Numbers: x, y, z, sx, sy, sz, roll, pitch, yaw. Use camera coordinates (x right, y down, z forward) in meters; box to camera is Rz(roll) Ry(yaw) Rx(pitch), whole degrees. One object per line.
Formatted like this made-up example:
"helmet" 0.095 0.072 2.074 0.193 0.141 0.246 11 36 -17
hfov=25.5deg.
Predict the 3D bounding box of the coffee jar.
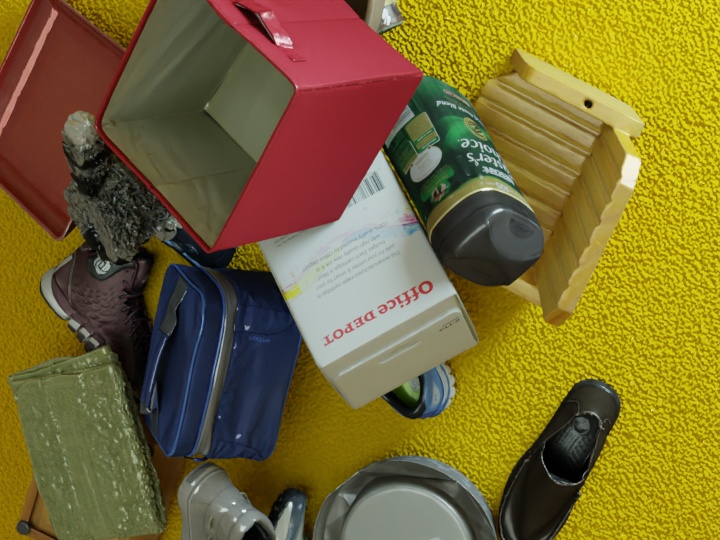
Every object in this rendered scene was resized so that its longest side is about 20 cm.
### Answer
"coffee jar" 0.089 -0.080 1.450 0.085 0.104 0.201 -42 49 21

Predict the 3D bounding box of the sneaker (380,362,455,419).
"sneaker" 0.017 0.064 1.589 0.078 0.089 0.201 -41 83 19

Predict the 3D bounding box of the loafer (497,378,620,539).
"loafer" 0.189 0.201 1.576 0.072 0.071 0.202 26 107 10

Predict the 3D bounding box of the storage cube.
"storage cube" -0.088 -0.146 1.364 0.171 0.179 0.201 45 124 22

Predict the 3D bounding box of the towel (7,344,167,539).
"towel" -0.279 0.184 1.636 0.147 0.036 0.202 -14 96 28

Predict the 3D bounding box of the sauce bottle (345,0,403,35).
"sauce bottle" -0.024 -0.319 1.540 0.064 0.065 0.202 -23 92 19

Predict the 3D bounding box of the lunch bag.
"lunch bag" -0.153 0.098 1.600 0.131 0.136 0.202 7 105 -26

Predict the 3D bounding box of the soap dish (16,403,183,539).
"soap dish" -0.281 0.224 1.716 0.156 0.081 0.202 23 108 11

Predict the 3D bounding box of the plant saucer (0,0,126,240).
"plant saucer" -0.306 -0.161 1.628 0.200 0.037 0.201 38 106 36

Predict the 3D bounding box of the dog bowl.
"dog bowl" 0.052 0.284 1.641 0.197 0.059 0.203 3 103 16

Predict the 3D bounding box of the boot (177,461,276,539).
"boot" -0.132 0.281 1.631 0.073 0.201 0.095 -39 62 -20

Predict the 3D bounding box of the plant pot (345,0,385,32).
"plant pot" -0.052 -0.276 1.476 0.199 0.093 0.204 9 110 27

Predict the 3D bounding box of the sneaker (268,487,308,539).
"sneaker" -0.066 0.327 1.688 0.085 0.078 0.203 7 106 -3

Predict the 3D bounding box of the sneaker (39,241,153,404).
"sneaker" -0.240 0.046 1.673 0.200 0.076 0.116 46 106 3

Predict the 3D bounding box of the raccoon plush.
"raccoon plush" -0.204 -0.091 1.520 0.097 0.133 0.201 47 153 19

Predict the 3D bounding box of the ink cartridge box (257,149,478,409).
"ink cartridge box" 0.000 0.000 1.501 0.144 0.145 0.201 -28 65 3

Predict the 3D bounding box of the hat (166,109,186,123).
"hat" -0.171 -0.166 1.544 0.080 0.200 0.203 -3 100 22

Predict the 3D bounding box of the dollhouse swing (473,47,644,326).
"dollhouse swing" 0.156 -0.074 1.476 0.180 0.176 0.202 28 109 9

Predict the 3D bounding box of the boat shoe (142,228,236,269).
"boat shoe" -0.224 -0.052 1.641 0.198 0.084 0.069 27 98 12
